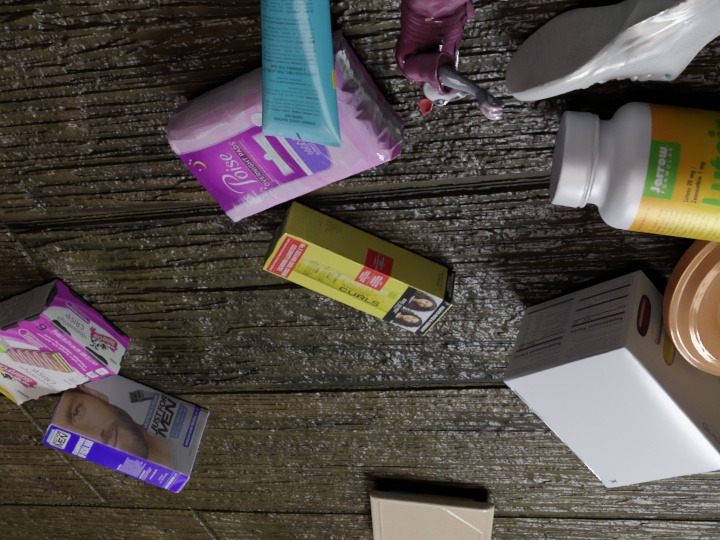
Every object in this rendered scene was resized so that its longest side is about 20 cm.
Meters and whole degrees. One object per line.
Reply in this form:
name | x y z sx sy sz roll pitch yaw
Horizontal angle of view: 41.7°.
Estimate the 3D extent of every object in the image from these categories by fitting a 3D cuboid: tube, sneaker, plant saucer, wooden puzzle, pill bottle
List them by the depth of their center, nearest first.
tube | -0.052 -0.200 0.763 0.077 0.050 0.201 15 120 29
sneaker | 0.218 -0.178 0.770 0.199 0.076 0.088 -22 140 31
pill bottle | 0.271 -0.086 0.821 0.199 0.111 0.111 8 139 5
plant saucer | 0.397 0.025 0.923 0.199 0.032 0.201 -4 123 -6
wooden puzzle | 0.110 0.387 1.454 0.184 0.037 0.200 5 143 8

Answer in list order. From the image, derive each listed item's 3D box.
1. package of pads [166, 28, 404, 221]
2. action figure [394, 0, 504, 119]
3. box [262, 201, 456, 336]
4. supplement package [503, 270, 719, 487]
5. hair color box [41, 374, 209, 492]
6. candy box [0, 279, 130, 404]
package of pads | -0.071 -0.132 0.880 0.199 0.076 0.121 -18 127 29
action figure | 0.052 -0.202 0.729 0.148 0.134 0.200 10 136 3
box | 0.000 0.000 1.030 0.199 0.050 0.075 24 138 -13
supplement package | 0.284 0.123 1.021 0.155 0.111 0.200 -24 120 43
hair color box | -0.321 0.215 1.303 0.199 0.110 0.065 23 138 -13
candy box | -0.422 0.098 1.233 0.199 0.061 0.136 -18 131 31
